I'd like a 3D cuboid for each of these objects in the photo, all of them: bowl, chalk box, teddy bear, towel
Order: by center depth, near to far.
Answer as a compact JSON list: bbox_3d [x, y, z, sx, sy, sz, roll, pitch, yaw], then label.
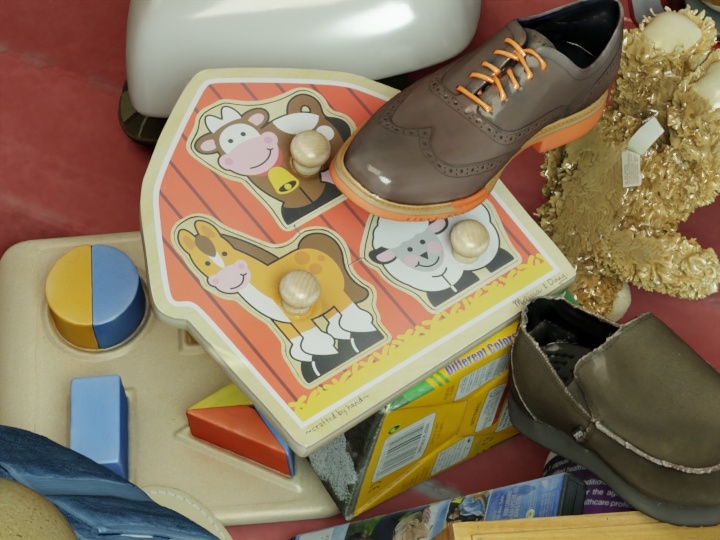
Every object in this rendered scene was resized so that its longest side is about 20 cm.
[{"bbox_3d":[-0.140,0.120,1.407,0.200,0.112,0.049,23,100,52],"label":"towel"},{"bbox_3d":[0.000,0.000,1.496,0.124,0.125,0.200,-24,66,-23],"label":"chalk box"},{"bbox_3d":[0.145,-0.042,1.522,0.145,0.067,0.200,21,93,40],"label":"teddy bear"},{"bbox_3d":[-0.036,-0.167,1.609,0.200,0.075,0.200,-10,27,5],"label":"bowl"}]

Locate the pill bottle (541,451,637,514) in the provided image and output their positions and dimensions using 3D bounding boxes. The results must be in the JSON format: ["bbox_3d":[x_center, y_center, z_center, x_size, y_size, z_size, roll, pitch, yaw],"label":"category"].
[{"bbox_3d":[0.132,0.152,1.414,0.112,0.112,0.200,9,62,16],"label":"pill bottle"}]

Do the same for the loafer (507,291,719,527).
[{"bbox_3d":[0.129,0.060,1.341,0.073,0.071,0.200,-33,29,-27],"label":"loafer"}]

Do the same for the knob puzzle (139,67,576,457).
[{"bbox_3d":[-0.020,-0.031,1.421,0.219,0.030,0.220,4,57,-7],"label":"knob puzzle"}]

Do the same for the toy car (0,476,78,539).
[{"bbox_3d":[-0.178,0.143,1.228,0.200,0.164,0.158,23,65,9],"label":"toy car"}]

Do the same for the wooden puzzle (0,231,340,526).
[{"bbox_3d":[-0.104,0.050,1.560,0.200,0.046,0.185,-7,59,7],"label":"wooden puzzle"}]

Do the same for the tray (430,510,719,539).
[{"bbox_3d":[0.136,0.160,1.328,0.200,0.037,0.099,-2,69,-23],"label":"tray"}]

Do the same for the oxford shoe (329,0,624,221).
[{"bbox_3d":[0.059,-0.086,1.424,0.071,0.073,0.200,39,43,17],"label":"oxford shoe"}]

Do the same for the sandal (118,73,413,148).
[{"bbox_3d":[-0.045,-0.083,1.629,0.200,0.055,0.082,3,69,30],"label":"sandal"}]

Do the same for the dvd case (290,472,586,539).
[{"bbox_3d":[0.023,0.180,1.407,0.200,0.018,0.143,-18,51,44],"label":"dvd case"}]

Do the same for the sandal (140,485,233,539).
[{"bbox_3d":[-0.074,0.184,1.429,0.078,0.070,0.212,6,54,-20],"label":"sandal"}]

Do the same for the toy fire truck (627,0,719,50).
[{"bbox_3d":[0.236,-0.148,1.542,0.200,0.168,0.112,18,64,20],"label":"toy fire truck"}]
